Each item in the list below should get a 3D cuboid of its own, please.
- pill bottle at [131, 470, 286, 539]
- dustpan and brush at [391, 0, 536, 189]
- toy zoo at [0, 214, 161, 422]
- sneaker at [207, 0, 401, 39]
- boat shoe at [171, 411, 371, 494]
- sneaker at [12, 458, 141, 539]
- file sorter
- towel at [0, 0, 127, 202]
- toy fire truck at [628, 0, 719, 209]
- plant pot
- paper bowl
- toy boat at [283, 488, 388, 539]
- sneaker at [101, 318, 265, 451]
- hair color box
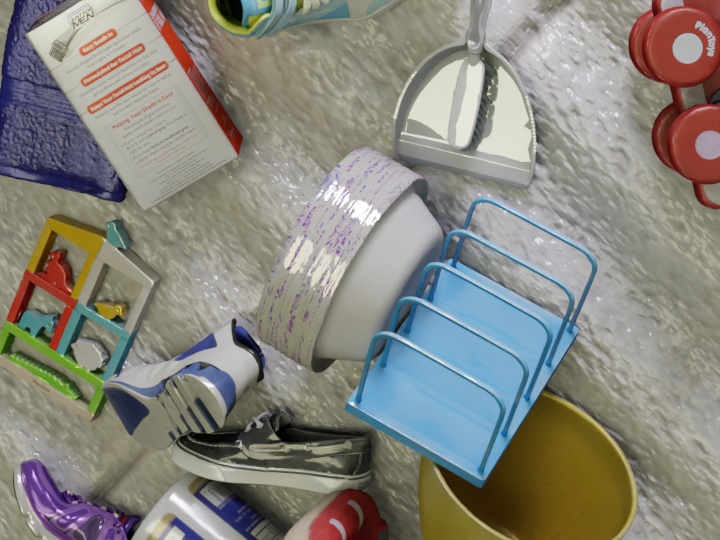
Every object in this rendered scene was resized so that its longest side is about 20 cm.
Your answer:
[{"bbox_3d":[-0.119,0.297,1.813,0.200,0.120,0.120,38,111,9],"label":"pill bottle"},{"bbox_3d":[0.101,-0.179,1.664,0.139,0.057,0.202,14,106,16],"label":"dustpan and brush"},{"bbox_3d":[-0.282,0.035,1.868,0.131,0.020,0.201,30,110,12],"label":"toy zoo"},{"bbox_3d":[-0.045,-0.252,1.663,0.199,0.130,0.080,-16,94,21],"label":"sneaker"},{"bbox_3d":[-0.086,0.168,1.800,0.198,0.072,0.068,7,106,15],"label":"boat shoe"},{"bbox_3d":[-0.272,0.261,1.897,0.083,0.081,0.200,-44,92,5],"label":"sneaker"},{"bbox_3d":[0.101,0.055,1.621,0.138,0.200,0.123,28,142,12],"label":"file sorter"},{"bbox_3d":[-0.279,-0.177,1.811,0.147,0.050,0.202,14,105,9],"label":"towel"},{"bbox_3d":[0.325,-0.161,1.572,0.167,0.112,0.202,-15,97,3],"label":"toy fire truck"},{"bbox_3d":[0.132,0.221,1.686,0.199,0.200,0.143,32,130,10],"label":"plant pot"},{"bbox_3d":[0.000,0.000,1.663,0.104,0.201,0.202,30,110,11],"label":"paper bowl"},{"bbox_3d":[0.005,0.280,1.686,0.130,0.200,0.132,-1,102,18],"label":"toy boat"},{"bbox_3d":[-0.155,0.109,1.808,0.199,0.115,0.081,-13,109,51],"label":"sneaker"},{"bbox_3d":[-0.209,-0.171,1.738,0.110,0.064,0.201,-29,109,11],"label":"hair color box"}]
